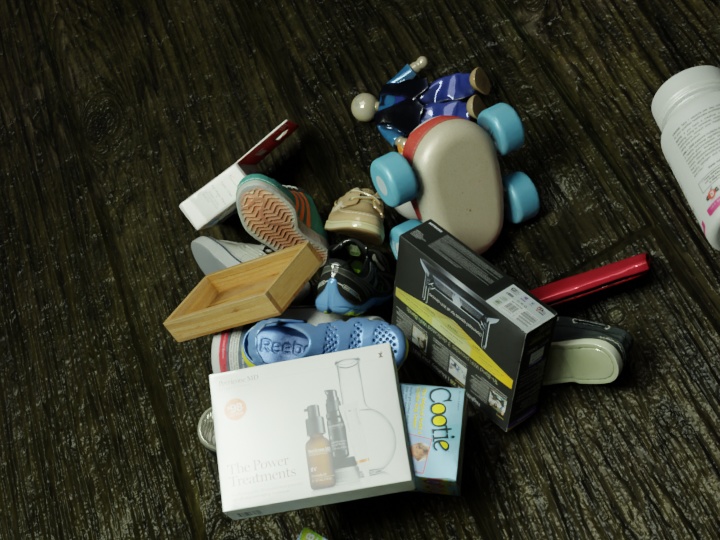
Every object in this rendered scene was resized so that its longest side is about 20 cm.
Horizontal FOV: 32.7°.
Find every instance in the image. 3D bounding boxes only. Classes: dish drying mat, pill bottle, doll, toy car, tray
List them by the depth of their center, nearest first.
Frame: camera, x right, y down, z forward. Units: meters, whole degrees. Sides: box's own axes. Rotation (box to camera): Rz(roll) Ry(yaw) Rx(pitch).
[{"bbox_3d":[0.407,-0.128,1.376,0.113,0.113,0.200,-25,54,13],"label":"pill bottle"},{"bbox_3d":[0.236,0.023,1.411,0.200,0.077,0.018,-20,97,17],"label":"dish drying mat"},{"bbox_3d":[-0.142,0.028,1.469,0.200,0.037,0.099,-17,27,45],"label":"tray"},{"bbox_3d":[-0.068,0.102,1.487,0.200,0.120,0.120,-2,61,27],"label":"pill bottle"},{"bbox_3d":[0.084,-0.118,1.515,0.184,0.177,0.200,-26,28,-17],"label":"toy car"},{"bbox_3d":[0.076,-0.229,1.652,0.200,0.048,0.137,-3,70,33],"label":"doll"}]

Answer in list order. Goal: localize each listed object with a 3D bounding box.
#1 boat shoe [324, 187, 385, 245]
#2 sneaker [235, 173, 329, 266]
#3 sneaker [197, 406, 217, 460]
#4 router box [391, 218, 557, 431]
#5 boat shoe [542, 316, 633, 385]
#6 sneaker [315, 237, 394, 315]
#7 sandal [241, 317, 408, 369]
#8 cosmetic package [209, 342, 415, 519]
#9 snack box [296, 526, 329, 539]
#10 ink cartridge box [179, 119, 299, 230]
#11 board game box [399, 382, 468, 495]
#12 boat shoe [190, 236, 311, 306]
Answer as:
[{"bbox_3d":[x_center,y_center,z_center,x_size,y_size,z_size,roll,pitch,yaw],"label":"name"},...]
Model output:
[{"bbox_3d":[-0.005,-0.072,1.519,0.071,0.200,0.065,17,92,-9],"label":"boat shoe"},{"bbox_3d":[-0.102,-0.077,1.559,0.071,0.200,0.080,-21,56,14],"label":"sneaker"},{"bbox_3d":[-0.095,0.219,1.470,0.200,0.106,0.075,22,71,4],"label":"sneaker"},{"bbox_3d":[0.121,0.060,1.374,0.052,0.157,0.200,-28,51,-31],"label":"router box"},{"bbox_3d":[0.218,0.082,1.381,0.199,0.075,0.066,-5,26,47],"label":"boat shoe"},{"bbox_3d":[0.000,0.000,1.482,0.071,0.200,0.083,9,102,15],"label":"sneaker"},{"bbox_3d":[-0.046,0.089,1.372,0.200,0.087,0.080,-3,80,12],"label":"sandal"},{"bbox_3d":[-0.052,0.169,1.294,0.200,0.052,0.151,-11,67,4],"label":"cosmetic package"},{"bbox_3d":[-0.039,0.406,1.324,0.169,0.068,0.200,23,74,36],"label":"snack box"},{"bbox_3d":[-0.144,-0.126,1.626,0.176,0.200,0.045,-38,93,5],"label":"ink cartridge box"},{"bbox_3d":[0.015,0.183,1.362,0.200,0.103,0.105,5,71,9],"label":"board game box"},{"bbox_3d":[-0.144,-0.003,1.632,0.070,0.071,0.200,-35,42,-30],"label":"boat shoe"}]
